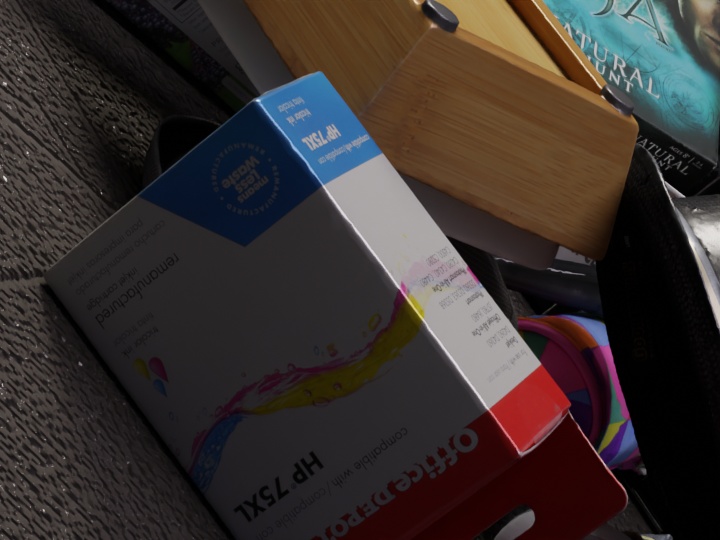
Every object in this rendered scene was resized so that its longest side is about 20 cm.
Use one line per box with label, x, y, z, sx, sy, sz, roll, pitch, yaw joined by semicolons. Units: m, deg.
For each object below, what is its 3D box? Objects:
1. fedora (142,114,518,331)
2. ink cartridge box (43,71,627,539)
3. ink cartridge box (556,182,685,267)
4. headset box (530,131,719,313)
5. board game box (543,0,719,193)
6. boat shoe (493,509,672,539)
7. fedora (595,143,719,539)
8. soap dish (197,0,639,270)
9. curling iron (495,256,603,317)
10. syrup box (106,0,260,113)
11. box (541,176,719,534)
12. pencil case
fedora;0.000;0.000;1.225;0.200;0.090;0.177;56;19;9
ink cartridge box;-0.007;0.043;1.083;0.200;0.116;0.067;53;24;3
ink cartridge box;0.066;-0.050;1.388;0.200;0.068;0.116;31;0;43
headset box;0.138;-0.055;1.570;0.200;0.149;0.077;54;18;1
board game box;0.091;-0.138;1.410;0.200;0.028;0.136;31;44;-21
boat shoe;0.109;0.142;1.276;0.200;0.071;0.091;45;16;-39
fedora;0.166;0.037;1.227;0.201;0.091;0.201;166;-90;-83
soap dish;0.017;-0.100;1.211;0.157;0.081;0.200;22;26;-41
curling iron;0.121;0.013;1.348;0.200;0.026;0.050;18;7;-31
syrup box;-0.094;-0.168;1.325;0.200;0.081;0.079;39;21;-35
box;0.204;0.037;1.479;0.159;0.200;0.046;56;24;13
pencil case;0.105;0.060;1.386;0.089;0.088;0.200;57;20;14
